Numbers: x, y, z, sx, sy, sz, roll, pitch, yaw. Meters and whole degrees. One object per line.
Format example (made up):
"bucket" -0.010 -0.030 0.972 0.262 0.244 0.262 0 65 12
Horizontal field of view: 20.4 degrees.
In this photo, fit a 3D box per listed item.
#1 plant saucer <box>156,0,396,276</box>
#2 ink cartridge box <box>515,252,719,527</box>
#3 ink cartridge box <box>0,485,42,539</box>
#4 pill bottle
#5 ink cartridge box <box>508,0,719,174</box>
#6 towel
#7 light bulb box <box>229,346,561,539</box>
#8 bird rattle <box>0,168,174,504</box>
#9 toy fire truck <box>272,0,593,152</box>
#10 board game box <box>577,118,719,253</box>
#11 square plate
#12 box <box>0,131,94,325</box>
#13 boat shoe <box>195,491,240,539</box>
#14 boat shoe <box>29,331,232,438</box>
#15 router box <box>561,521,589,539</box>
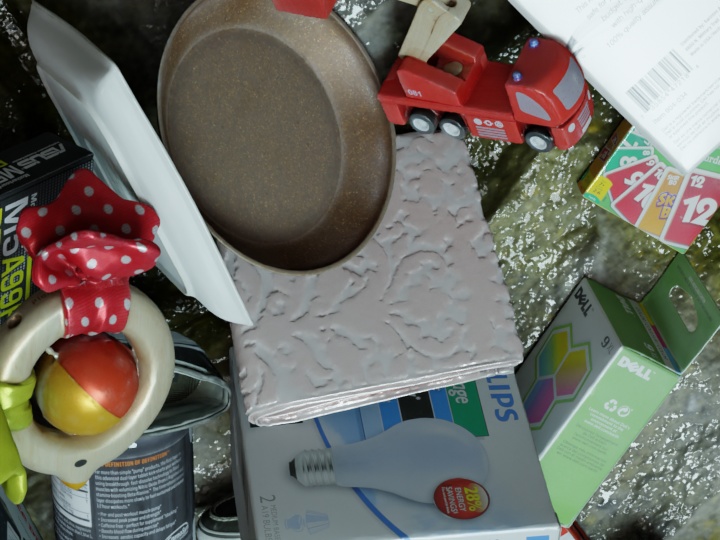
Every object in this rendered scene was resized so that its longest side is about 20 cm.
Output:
"plant saucer" -0.062 -0.093 1.335 0.200 0.201 0.037 44 144 -24
"ink cartridge box" 0.173 0.076 1.470 0.059 0.104 0.201 26 111 -22
"ink cartridge box" -0.276 0.237 1.441 0.082 0.200 0.147 -22 118 1
"pill bottle" -0.173 0.142 1.457 0.105 0.106 0.202 -2 117 -6
"ink cartridge box" 0.197 -0.189 1.335 0.200 0.084 0.145 43 106 -15
"towel" 0.000 0.000 1.370 0.189 0.201 0.032 -10 148 -4
"light bulb box" 0.017 0.153 1.366 0.198 0.199 0.126 -4 131 -8
"bird rattle" -0.182 0.049 1.232 0.201 0.112 0.163 -55 136 -11
"toy fire truck" 0.048 -0.151 1.325 0.199 0.049 0.141 11 148 29
"board game box" 0.250 -0.115 1.429 0.095 0.030 0.201 27 108 -19
"square plate" -0.152 -0.068 1.304 0.028 0.198 0.201 -32 118 -11
"box" -0.246 0.028 1.296 0.044 0.160 0.202 26 123 27
"boat shoe" -0.034 0.154 1.507 0.198 0.071 0.064 -20 119 -6
"boat shoe" -0.168 0.076 1.316 0.199 0.071 0.073 -9 116 -42
"router box" 0.112 0.286 1.599 0.199 0.049 0.180 -34 116 10
